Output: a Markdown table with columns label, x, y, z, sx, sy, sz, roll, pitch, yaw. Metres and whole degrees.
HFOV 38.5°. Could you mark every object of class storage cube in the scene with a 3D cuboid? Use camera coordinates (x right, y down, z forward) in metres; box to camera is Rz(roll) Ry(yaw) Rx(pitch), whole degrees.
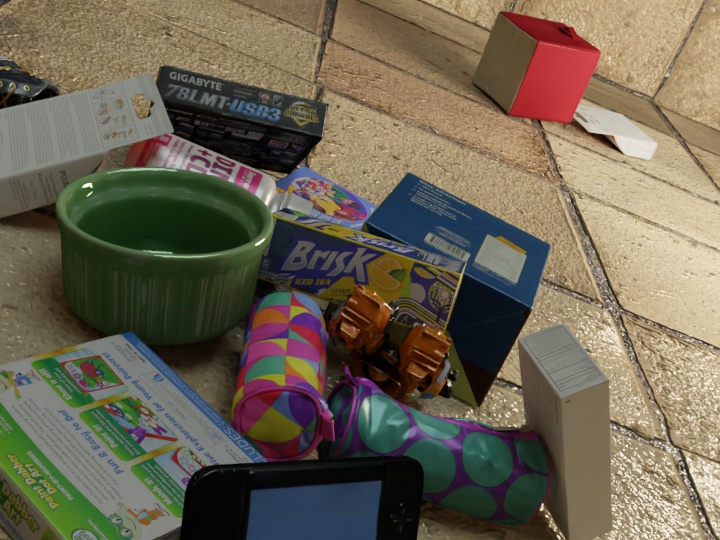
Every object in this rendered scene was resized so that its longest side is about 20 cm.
| label | x | y | z | sx | sy | sz | roll | pitch | yaw |
| --- | --- | --- | --- | --- | --- | --- | --- | --- | --- |
| storage cube | 0.383 | -0.447 | 2.260 | 0.179 | 0.201 | 0.171 | 1 | 34 | -30 |

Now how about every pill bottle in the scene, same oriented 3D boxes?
| label | x | y | z | sx | sy | sz | roll | pitch | yaw |
| --- | --- | --- | --- | --- | --- | --- | --- | --- | --- |
| pill bottle | -0.160 | -0.068 | 1.115 | 0.199 | 0.114 | 0.114 | 22 | 25 | -7 |

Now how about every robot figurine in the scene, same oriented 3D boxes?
| label | x | y | z | sx | sy | sz | roll | pitch | yaw |
| --- | --- | --- | --- | --- | --- | --- | --- | --- | --- |
| robot figurine | 0.025 | 0.078 | 0.972 | 0.144 | 0.058 | 0.200 | 31 | -16 | 8 |

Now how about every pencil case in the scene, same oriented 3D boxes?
| label | x | y | z | sx | sy | sz | roll | pitch | yaw |
| --- | --- | --- | --- | --- | --- | --- | --- | --- | --- |
| pencil case | 0.064 | 0.157 | 0.908 | 0.199 | 0.093 | 0.085 | 17 | 8 | -14 |
| pencil case | -0.067 | 0.092 | 0.915 | 0.088 | 0.089 | 0.200 | 19 | 22 | -12 |

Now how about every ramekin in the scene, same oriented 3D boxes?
| label | x | y | z | sx | sy | sz | roll | pitch | yaw |
| --- | --- | --- | --- | --- | --- | --- | --- | --- | --- |
| ramekin | -0.186 | -0.015 | 0.968 | 0.198 | 0.098 | 0.200 | 8 | 26 | -4 |

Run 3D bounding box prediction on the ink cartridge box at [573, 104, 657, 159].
| label | x | y | z | sx | sy | sz | roll | pitch | yaw |
| --- | --- | --- | --- | --- | --- | --- | --- | --- | --- |
| ink cartridge box | 0.556 | -0.322 | 2.361 | 0.199 | 0.048 | 0.160 | 5 | 32 | -26 |

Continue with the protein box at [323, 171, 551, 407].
| label | x | y | z | sx | sy | sz | roll | pitch | yaw |
| --- | --- | --- | --- | --- | --- | --- | --- | --- | --- |
| protein box | 0.091 | 0.014 | 1.164 | 0.197 | 0.136 | 0.200 | 27 | 25 | 5 |

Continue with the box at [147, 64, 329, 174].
| label | x | y | z | sx | sy | sz | roll | pitch | yaw |
| --- | --- | --- | --- | --- | --- | --- | --- | --- | --- |
| box | -0.157 | -0.176 | 1.249 | 0.198 | 0.050 | 0.198 | 10 | -9 | -13 |

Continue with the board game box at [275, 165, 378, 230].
| label | x | y | z | sx | sy | sz | roll | pitch | yaw |
| --- | --- | --- | --- | --- | --- | --- | --- | --- | --- |
| board game box | -0.058 | -0.058 | 1.272 | 0.134 | 0.045 | 0.200 | 29 | 25 | 9 |

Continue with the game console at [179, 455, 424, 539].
| label | x | y | z | sx | sy | sz | roll | pitch | yaw |
| --- | --- | --- | --- | --- | --- | --- | --- | --- | --- |
| game console | -0.014 | 0.226 | 0.690 | 0.199 | 0.178 | 0.116 | 5 | 3 | -37 |

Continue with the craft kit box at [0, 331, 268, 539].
| label | x | y | z | sx | sy | sz | roll | pitch | yaw |
| --- | --- | --- | --- | --- | --- | --- | --- | --- | --- |
| craft kit box | -0.191 | 0.137 | 0.777 | 0.200 | 0.049 | 0.197 | 38 | 25 | 25 |

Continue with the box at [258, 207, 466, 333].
| label | x | y | z | sx | sy | sz | roll | pitch | yaw |
| --- | --- | --- | --- | --- | --- | --- | --- | --- | --- |
| box | 0.000 | 0.000 | 1.031 | 0.198 | 0.071 | 0.064 | 18 | 12 | 8 |

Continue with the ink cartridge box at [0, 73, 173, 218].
| label | x | y | z | sx | sy | sz | roll | pitch | yaw |
| --- | --- | --- | --- | --- | --- | --- | --- | --- | --- |
| ink cartridge box | -0.303 | -0.136 | 1.089 | 0.198 | 0.057 | 0.163 | -13 | 36 | -13 |

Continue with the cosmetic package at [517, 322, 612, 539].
| label | x | y | z | sx | sy | sz | roll | pitch | yaw |
| --- | --- | --- | --- | --- | --- | --- | --- | --- | --- |
| cosmetic package | 0.186 | 0.150 | 0.922 | 0.050 | 0.201 | 0.083 | -18 | 39 | -8 |

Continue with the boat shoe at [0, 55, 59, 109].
| label | x | y | z | sx | sy | sz | roll | pitch | yaw |
| --- | --- | --- | --- | --- | --- | --- | --- | --- | --- |
| boat shoe | -0.424 | -0.202 | 1.179 | 0.090 | 0.071 | 0.200 | 22 | 23 | 4 |
